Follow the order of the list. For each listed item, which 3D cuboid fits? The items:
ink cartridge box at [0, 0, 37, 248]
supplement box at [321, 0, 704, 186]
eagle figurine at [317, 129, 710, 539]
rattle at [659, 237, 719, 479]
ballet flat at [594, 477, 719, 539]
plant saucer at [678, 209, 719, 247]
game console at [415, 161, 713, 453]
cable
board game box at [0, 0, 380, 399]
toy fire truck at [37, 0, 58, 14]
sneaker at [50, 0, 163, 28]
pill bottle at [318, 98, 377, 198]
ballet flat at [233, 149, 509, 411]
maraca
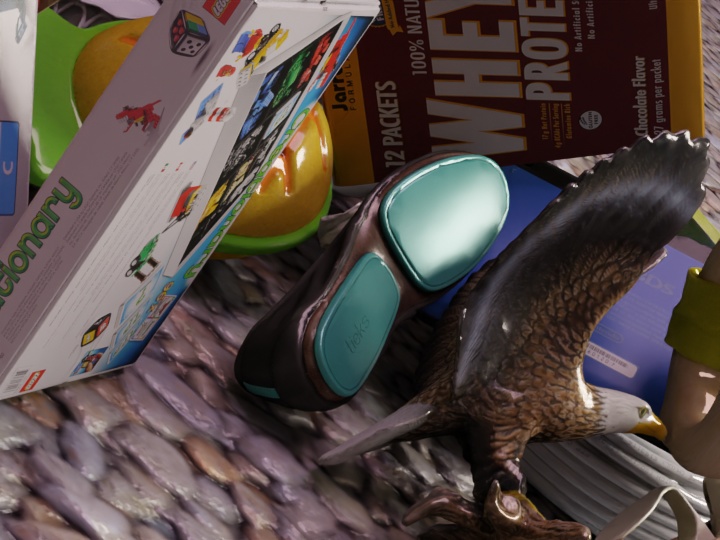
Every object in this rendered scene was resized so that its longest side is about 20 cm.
[{"bbox_3d":[-0.192,-0.099,0.922,0.045,0.200,0.176,5,4,26],"label":"ink cartridge box"},{"bbox_3d":[0.070,-0.164,1.258,0.197,0.133,0.200,-7,37,2],"label":"supplement box"},{"bbox_3d":[0.084,0.037,1.102,0.152,0.200,0.151,1,-18,36],"label":"eagle figurine"},{"bbox_3d":[0.219,0.045,1.077,0.143,0.130,0.200,32,-18,-5],"label":"rattle"},{"bbox_3d":[0.171,0.125,1.126,0.200,0.069,0.063,-21,88,-36],"label":"ballet flat"},{"bbox_3d":[0.220,0.004,1.439,0.200,0.031,0.200,47,10,-10],"label":"plant saucer"},{"bbox_3d":[0.137,0.026,1.261,0.200,0.118,0.171,28,58,9],"label":"game console"},{"bbox_3d":[0.138,0.078,1.301,0.200,0.069,0.200,13,31,-49],"label":"cable"},{"bbox_3d":[-0.080,-0.038,0.956,0.035,0.200,0.126,40,18,14],"label":"board game box"},{"bbox_3d":[-0.174,-0.156,1.084,0.200,0.129,0.176,14,23,-11],"label":"toy fire truck"},{"bbox_3d":[-0.154,-0.132,1.231,0.200,0.075,0.115,21,20,-50],"label":"sneaker"},{"bbox_3d":[-0.013,-0.127,1.434,0.112,0.112,0.200,29,20,-27],"label":"pill bottle"},{"bbox_3d":[0.000,0.000,1.145,0.200,0.068,0.068,-44,116,-47],"label":"ballet flat"},{"bbox_3d":[-0.099,-0.071,1.153,0.200,0.107,0.137,14,44,-32],"label":"maraca"}]
